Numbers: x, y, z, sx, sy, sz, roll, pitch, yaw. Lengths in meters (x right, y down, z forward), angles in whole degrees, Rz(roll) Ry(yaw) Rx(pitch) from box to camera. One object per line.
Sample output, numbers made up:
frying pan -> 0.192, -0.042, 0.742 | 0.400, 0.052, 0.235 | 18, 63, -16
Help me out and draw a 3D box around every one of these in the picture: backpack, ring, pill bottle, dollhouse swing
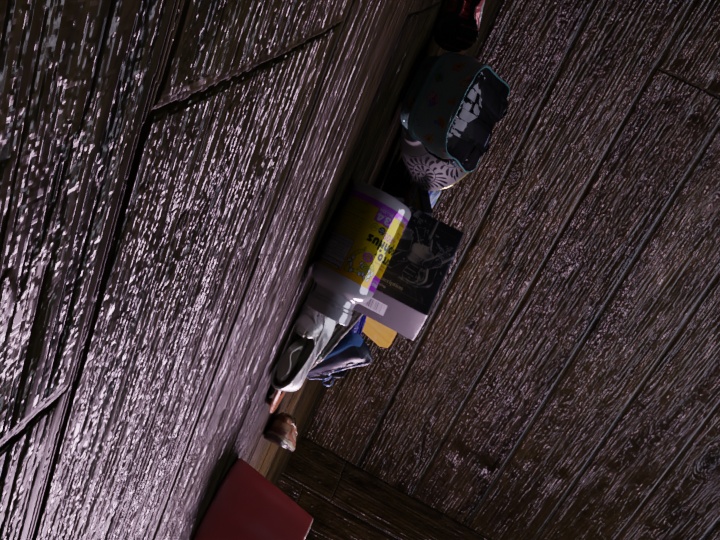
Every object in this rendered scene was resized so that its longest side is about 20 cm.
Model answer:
backpack -> 0.157, -0.280, 1.336 | 0.178, 0.152, 0.199 | -61, 164, 9
backpack -> 0.116, -0.182, 1.800 | 0.203, 0.150, 0.165 | 94, 15, -45
ring -> -0.131, 0.176, 1.494 | 0.200, 0.019, 0.204 | 89, 25, -84
pill bottle -> -0.008, -0.023, 1.189 | 0.203, 0.103, 0.104 | -64, 177, -1
dollhouse swing -> 0.040, 0.048, 1.883 | 0.184, 0.173, 0.201 | -61, 175, -34

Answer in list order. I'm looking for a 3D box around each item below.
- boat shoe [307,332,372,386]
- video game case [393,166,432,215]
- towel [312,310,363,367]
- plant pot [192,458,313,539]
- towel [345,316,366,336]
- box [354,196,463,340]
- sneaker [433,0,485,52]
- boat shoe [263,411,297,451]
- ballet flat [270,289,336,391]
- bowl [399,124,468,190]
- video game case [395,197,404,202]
boat shoe -> -0.053, 0.187, 1.539 | 0.199, 0.069, 0.084 | -24, -159, 53
video game case -> 0.099, -0.115, 1.634 | 0.202, 0.025, 0.183 | 112, -21, -46
towel -> -0.040, 0.106, 1.477 | 0.200, 0.034, 0.132 | -47, -178, -23
plant pot -> -0.192, 0.472, 1.412 | 0.204, 0.175, 0.201 | -63, 176, -8
towel -> -0.004, 0.039, 1.684 | 0.148, 0.049, 0.204 | -122, -129, -65
box -> 0.052, -0.016, 1.366 | 0.184, 0.197, 0.105 | -62, 176, -31
sneaker -> 0.177, -0.438, 1.256 | 0.201, 0.072, 0.088 | 113, 1, -58
boat shoe -> -0.174, 0.370, 1.809 | 0.200, 0.074, 0.075 | 105, 9, -76
ballet flat -> -0.095, 0.119, 1.312 | 0.203, 0.068, 0.069 | -64, 177, 13
bowl -> 0.141, -0.266, 1.503 | 0.093, 0.199, 0.204 | 28, 88, -43
video game case -> 0.055, -0.030, 1.676 | 0.200, 0.023, 0.186 | 128, -35, -63
